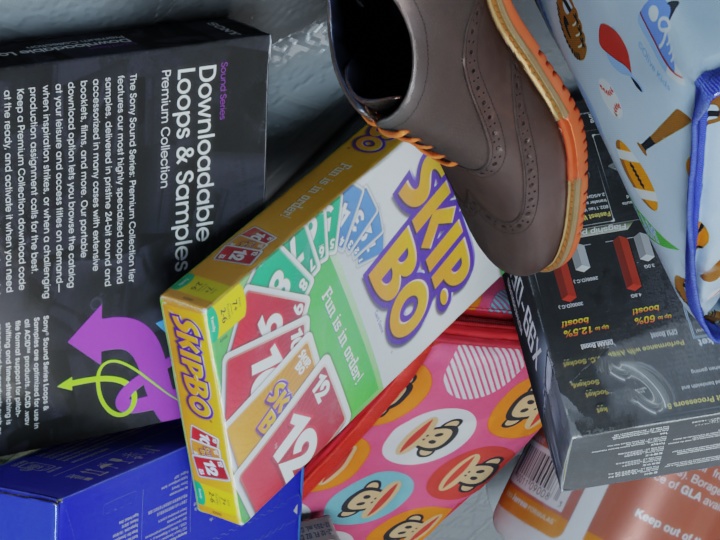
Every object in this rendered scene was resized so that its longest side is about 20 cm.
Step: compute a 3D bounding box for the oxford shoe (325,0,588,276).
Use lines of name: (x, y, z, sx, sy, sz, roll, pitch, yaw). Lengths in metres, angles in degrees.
oxford shoe: (0.025, -0.065, 0.833, 0.073, 0.071, 0.201, -43, 132, -23)

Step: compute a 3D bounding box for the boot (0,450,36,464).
boot: (-0.194, 0.099, 0.957, 0.155, 0.072, 0.199, -42, 154, 24)

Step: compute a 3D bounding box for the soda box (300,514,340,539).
soda box: (-0.096, 0.165, 0.997, 0.198, 0.070, 0.064, -9, 150, -26)

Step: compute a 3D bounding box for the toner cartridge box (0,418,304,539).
toner cartridge box: (-0.081, 0.106, 0.885, 0.200, 0.043, 0.096, -17, 113, -65)

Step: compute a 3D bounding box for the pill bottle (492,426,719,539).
pill bottle: (0.150, 0.053, 1.076, 0.112, 0.112, 0.201, 25, 92, -56)

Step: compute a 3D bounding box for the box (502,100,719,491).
box: (0.161, -0.004, 0.968, 0.198, 0.159, 0.050, -9, 148, -7)

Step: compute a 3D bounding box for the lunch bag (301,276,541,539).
lunch bag: (-0.015, 0.060, 1.048, 0.175, 0.082, 0.200, 7, 137, -40)

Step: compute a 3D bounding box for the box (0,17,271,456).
box: (-0.124, -0.006, 0.816, 0.198, 0.036, 0.144, -9, 114, -30)

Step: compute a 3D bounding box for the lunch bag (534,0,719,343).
lunch bag: (0.129, -0.086, 0.842, 0.123, 0.171, 0.201, -18, 149, -8)

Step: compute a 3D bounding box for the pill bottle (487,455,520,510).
pill bottle: (0.168, 0.087, 1.192, 0.199, 0.113, 0.112, -34, 151, 11)

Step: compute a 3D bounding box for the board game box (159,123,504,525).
board game box: (0.000, 0.000, 0.891, 0.200, 0.030, 0.096, -44, 138, -42)
